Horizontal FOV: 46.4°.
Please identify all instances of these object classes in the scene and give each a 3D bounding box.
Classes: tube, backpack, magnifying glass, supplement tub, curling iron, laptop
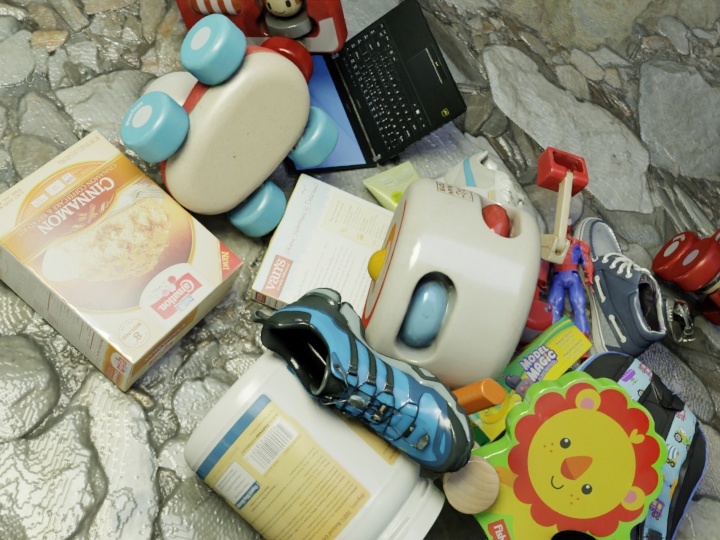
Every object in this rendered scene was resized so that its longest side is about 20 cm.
[{"bbox_3d":[0.086,-0.041,0.972,0.200,0.052,0.058,54,14,17],"label":"tube"},{"bbox_3d":[0.245,0.192,0.852,0.182,0.135,0.200,42,56,5],"label":"backpack"},{"bbox_3d":[0.061,0.132,0.772,0.079,0.200,0.022,38,57,-13],"label":"magnifying glass"},{"bbox_3d":[-0.039,0.176,0.739,0.200,0.145,0.145,42,55,4],"label":"supplement tub"},{"bbox_3d":[0.375,0.057,0.984,0.200,0.025,0.050,6,72,-67],"label":"curling iron"},{"bbox_3d":[-0.006,-0.224,1.000,0.103,0.199,0.178,18,47,-60],"label":"laptop"}]

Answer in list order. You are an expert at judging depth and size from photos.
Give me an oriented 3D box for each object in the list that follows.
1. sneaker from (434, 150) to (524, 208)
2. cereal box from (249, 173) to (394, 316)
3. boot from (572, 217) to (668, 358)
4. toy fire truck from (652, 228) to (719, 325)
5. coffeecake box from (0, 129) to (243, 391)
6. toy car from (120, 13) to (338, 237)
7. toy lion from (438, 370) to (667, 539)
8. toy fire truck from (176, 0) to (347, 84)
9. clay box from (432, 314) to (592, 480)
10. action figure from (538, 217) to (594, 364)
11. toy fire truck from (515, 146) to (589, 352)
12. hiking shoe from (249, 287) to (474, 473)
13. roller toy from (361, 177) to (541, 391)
[{"bbox_3d":[0.147,-0.063,0.941,0.076,0.081,0.201,41,17,-42],"label":"sneaker"},{"bbox_3d":[0.000,0.000,0.892,0.199,0.040,0.145,23,69,-2],"label":"cereal box"},{"bbox_3d":[0.317,0.009,1.011,0.072,0.090,0.201,4,61,-20],"label":"boot"},{"bbox_3d":[0.460,-0.022,1.007,0.112,0.200,0.168,40,98,-2],"label":"toy fire truck"},{"bbox_3d":[-0.240,-0.012,0.806,0.200,0.073,0.154,41,54,3],"label":"coffeecake box"},{"bbox_3d":[-0.162,-0.167,0.874,0.177,0.184,0.200,-52,47,0],"label":"toy car"},{"bbox_3d":[0.175,0.196,0.726,0.191,0.069,0.201,-19,96,1],"label":"toy lion"},{"bbox_3d":[-0.120,-0.299,0.938,0.199,0.168,0.113,6,55,19],"label":"toy fire truck"},{"bbox_3d":[0.138,0.133,0.854,0.200,0.115,0.048,-33,77,-34],"label":"clay box"},{"bbox_3d":[0.244,0.019,0.995,0.065,0.052,0.201,-7,55,20],"label":"action figure"},{"bbox_3d":[0.202,-0.022,0.950,0.048,0.141,0.201,16,57,-13],"label":"toy fire truck"},{"bbox_3d":[-0.001,0.098,0.678,0.200,0.075,0.087,39,30,21],"label":"hiking shoe"},{"bbox_3d":[0.074,0.011,0.783,0.139,0.183,0.201,18,68,-4],"label":"roller toy"}]
